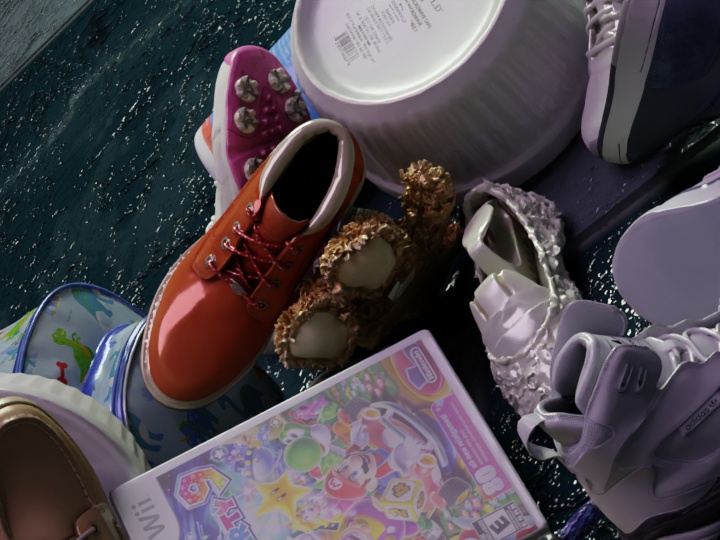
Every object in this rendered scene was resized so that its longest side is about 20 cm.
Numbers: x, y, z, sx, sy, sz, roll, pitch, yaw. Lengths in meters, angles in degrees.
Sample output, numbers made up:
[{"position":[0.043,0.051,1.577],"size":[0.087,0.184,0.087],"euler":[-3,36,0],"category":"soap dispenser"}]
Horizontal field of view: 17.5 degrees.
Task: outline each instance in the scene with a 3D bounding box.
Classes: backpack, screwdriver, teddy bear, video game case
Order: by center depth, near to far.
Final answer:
[{"position":[0.131,0.109,1.197],"size":[0.029,0.028,0.200],"euler":[39,91,35],"category":"screwdriver"},{"position":[-0.019,0.131,1.258],"size":[0.200,0.018,0.143],"euler":[-27,57,-7],"category":"video game case"},{"position":[0.000,0.000,1.402],"size":[0.200,0.067,0.145],"euler":[-41,-22,-57],"category":"teddy bear"},{"position":[-0.150,0.107,1.480],"size":[0.147,0.200,0.183],"euler":[-33,31,37],"category":"backpack"}]

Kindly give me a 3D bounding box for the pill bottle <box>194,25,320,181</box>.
[{"position":[-0.015,-0.129,1.657],"size":[0.200,0.112,0.112],"euler":[-47,25,16],"category":"pill bottle"}]

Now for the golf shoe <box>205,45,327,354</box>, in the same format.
[{"position":[-0.072,-0.041,1.497],"size":[0.091,0.075,0.200],"euler":[-11,86,48],"category":"golf shoe"}]

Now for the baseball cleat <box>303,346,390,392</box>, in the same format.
[{"position":[-0.016,0.096,1.363],"size":[0.106,0.070,0.200],"euler":[-30,14,37],"category":"baseball cleat"}]

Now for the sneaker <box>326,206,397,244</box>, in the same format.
[{"position":[-0.038,-0.014,1.582],"size":[0.200,0.083,0.071],"euler":[-12,51,57],"category":"sneaker"}]

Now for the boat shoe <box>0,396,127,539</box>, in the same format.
[{"position":[-0.151,0.159,1.254],"size":[0.071,0.200,0.065],"euler":[-31,21,-20],"category":"boat shoe"}]

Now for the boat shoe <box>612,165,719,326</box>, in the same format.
[{"position":[0.210,-0.029,1.201],"size":[0.065,0.074,0.200],"euler":[-32,1,-39],"category":"boat shoe"}]

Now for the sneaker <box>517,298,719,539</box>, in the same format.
[{"position":[0.167,0.040,1.114],"size":[0.200,0.115,0.075],"euler":[-50,25,7],"category":"sneaker"}]

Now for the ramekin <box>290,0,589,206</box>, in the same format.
[{"position":[0.050,-0.151,1.492],"size":[0.200,0.105,0.200],"euler":[-14,60,26],"category":"ramekin"}]

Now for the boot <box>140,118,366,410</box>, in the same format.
[{"position":[-0.066,-0.007,1.381],"size":[0.200,0.075,0.107],"euler":[-58,2,-5],"category":"boot"}]

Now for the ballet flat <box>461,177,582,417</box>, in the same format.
[{"position":[0.088,0.013,1.349],"size":[0.072,0.072,0.200],"euler":[-43,27,21],"category":"ballet flat"}]

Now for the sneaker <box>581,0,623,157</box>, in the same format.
[{"position":[0.161,-0.157,1.427],"size":[0.070,0.080,0.200],"euler":[-20,42,47],"category":"sneaker"}]

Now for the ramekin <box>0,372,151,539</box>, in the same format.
[{"position":[-0.205,0.151,1.351],"size":[0.202,0.202,0.094],"euler":[-47,9,12],"category":"ramekin"}]

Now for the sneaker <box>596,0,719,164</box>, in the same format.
[{"position":[0.206,-0.095,1.265],"size":[0.202,0.146,0.077],"euler":[83,-160,-75],"category":"sneaker"}]
